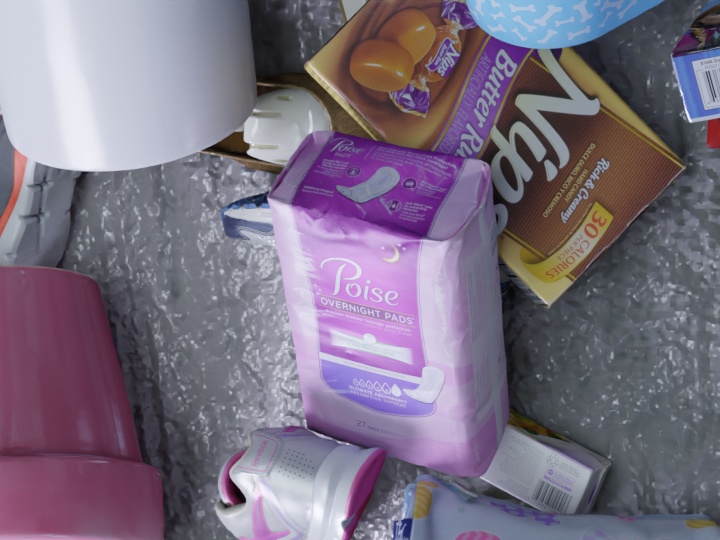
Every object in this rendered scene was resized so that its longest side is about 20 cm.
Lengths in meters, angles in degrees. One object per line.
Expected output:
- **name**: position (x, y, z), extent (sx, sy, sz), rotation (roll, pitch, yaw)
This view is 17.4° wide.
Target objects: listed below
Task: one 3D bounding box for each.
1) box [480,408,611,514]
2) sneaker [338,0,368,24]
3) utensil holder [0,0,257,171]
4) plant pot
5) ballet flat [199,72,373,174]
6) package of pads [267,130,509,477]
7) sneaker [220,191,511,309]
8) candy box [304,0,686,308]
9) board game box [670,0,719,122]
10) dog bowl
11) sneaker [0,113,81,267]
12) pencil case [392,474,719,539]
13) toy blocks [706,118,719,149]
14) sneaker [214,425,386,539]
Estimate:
- **box**: position (0.058, 0.093, 1.454), extent (0.200, 0.039, 0.042), rotation (26, 104, 21)
- **sneaker**: position (0.021, -0.210, 1.432), extent (0.090, 0.067, 0.201), rotation (-20, 86, 18)
- **utensil holder**: position (-0.151, -0.181, 1.393), extent (0.169, 0.170, 0.201), rotation (8, 122, 25)
- **plant pot**: position (-0.229, 0.098, 1.520), extent (0.199, 0.200, 0.180), rotation (-10, 75, 26)
- **ballet flat**: position (-0.075, -0.096, 1.481), extent (0.199, 0.072, 0.068), rotation (12, 101, 24)
- **package of pads**: position (0.021, 0.022, 1.357), extent (0.120, 0.076, 0.200), rotation (12, 135, 21)
- **sneaker**: position (0.000, 0.000, 1.454), extent (0.199, 0.077, 0.086), rotation (12, 104, 25)
- **candy box**: position (0.078, -0.089, 1.369), extent (0.200, 0.056, 0.117), rotation (45, 88, -4)
- **board game box**: position (0.283, -0.147, 1.233), extent (0.199, 0.199, 0.044), rotation (-9, 109, 26)
- **dog bowl**: position (0.139, -0.189, 1.317), extent (0.111, 0.200, 0.050), rotation (41, 152, 39)
- **sneaker**: position (-0.224, -0.086, 1.554), extent (0.082, 0.077, 0.201), rotation (30, 106, 27)
- **pencil case**: position (0.115, 0.176, 1.374), extent (0.199, 0.083, 0.091), rotation (9, 60, 0)
- **toy blocks**: position (0.278, -0.088, 1.276), extent (0.199, 0.137, 0.100), rotation (6, 97, 25)
- **sneaker**: position (-0.043, 0.139, 1.436), extent (0.088, 0.200, 0.082), rotation (25, 64, 3)
